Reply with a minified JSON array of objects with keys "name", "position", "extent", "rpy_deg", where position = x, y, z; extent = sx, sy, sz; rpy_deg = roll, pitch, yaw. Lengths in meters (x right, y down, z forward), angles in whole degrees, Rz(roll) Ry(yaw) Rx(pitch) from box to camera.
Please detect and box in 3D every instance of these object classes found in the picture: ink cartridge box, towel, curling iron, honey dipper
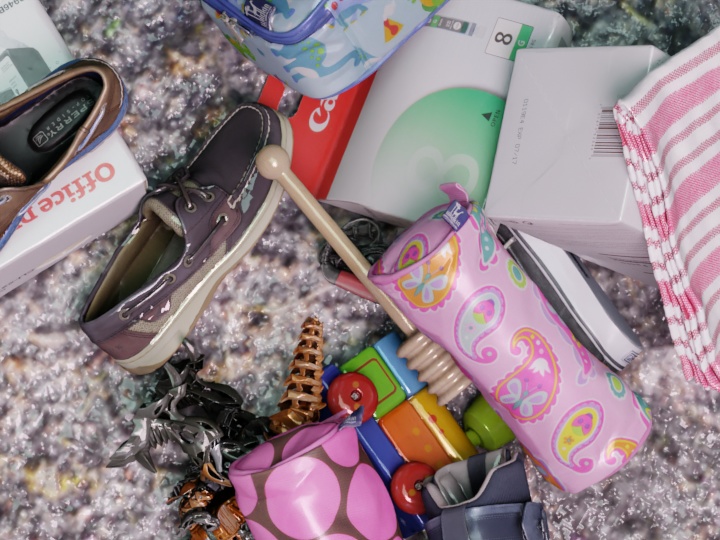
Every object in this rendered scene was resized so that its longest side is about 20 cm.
[{"name":"ink cartridge box","position":[0.021,-0.116,1.380],"extent":[0.199,0.050,0.162],"rpy_deg":[19,81,20]},{"name":"ink cartridge box","position":[-0.248,-0.098,1.377],"extent":[0.144,0.084,0.201],"rpy_deg":[-32,87,-7]},{"name":"towel","position":[0.226,-0.045,1.275],"extent":[0.146,0.030,0.201],"rpy_deg":[-38,120,-38]},{"name":"curling iron","position":[0.062,0.022,1.359],"extent":[0.199,0.026,0.050],"rpy_deg":[27,84,12]},{"name":"honey dipper","position":[0.000,0.000,1.336],"extent":[0.038,0.038,0.200],"rpy_deg":[-41,90,-8]}]

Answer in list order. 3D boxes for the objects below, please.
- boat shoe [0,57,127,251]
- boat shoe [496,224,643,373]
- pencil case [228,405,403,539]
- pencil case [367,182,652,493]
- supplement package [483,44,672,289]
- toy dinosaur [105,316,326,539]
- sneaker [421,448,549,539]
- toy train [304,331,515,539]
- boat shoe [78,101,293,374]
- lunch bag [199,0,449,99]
[{"name":"boat shoe","position":[-0.230,-0.063,1.296],"extent":[0.072,0.072,0.200],"rpy_deg":[43,83,1]},{"name":"boat shoe","position":[0.105,-0.006,1.397],"extent":[0.068,0.074,0.200],"rpy_deg":[-38,80,12]},{"name":"pencil case","position":[0.000,0.188,1.283],"extent":[0.090,0.094,0.201],"rpy_deg":[-20,96,30]},{"name":"pencil case","position":[0.094,0.043,1.291],"extent":[0.087,0.087,0.200],"rpy_deg":[-43,105,-8]},{"name":"supplement package","position":[0.190,-0.060,1.337],"extent":[0.199,0.109,0.115],"rpy_deg":[19,79,-45]},{"name":"toy dinosaur","position":[-0.080,0.116,1.352],"extent":[0.135,0.102,0.201],"rpy_deg":[30,88,0]},{"name":"sneaker","position":[0.106,0.189,1.323],"extent":[0.077,0.202,0.147],"rpy_deg":[-21,70,21]},{"name":"toy train","position":[0.059,0.128,1.377],"extent":[0.115,0.085,0.200],"rpy_deg":[-35,87,-21]},{"name":"boat shoe","position":[-0.115,-0.029,1.377],"extent":[0.072,0.065,0.201],"rpy_deg":[28,84,44]},{"name":"lunch bag","position":[-0.009,-0.216,1.378],"extent":[0.200,0.161,0.083],"rpy_deg":[-43,131,-7]}]
